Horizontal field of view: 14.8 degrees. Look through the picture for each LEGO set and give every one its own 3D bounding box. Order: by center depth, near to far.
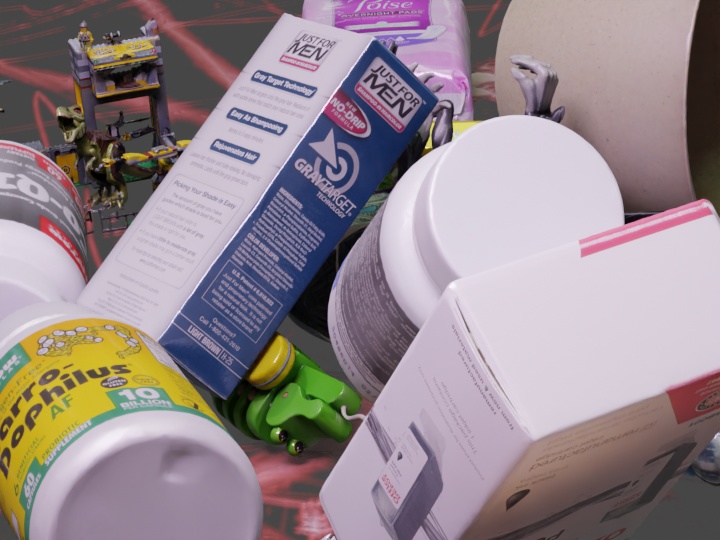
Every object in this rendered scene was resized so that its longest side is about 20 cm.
[{"bbox_3d":[-0.188,-0.094,1.807,0.200,0.116,0.154,-8,23,-6],"label":"LEGO set"}]

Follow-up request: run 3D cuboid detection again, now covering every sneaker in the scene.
[{"bbox_3d":[0.000,0.000,1.617,0.086,0.078,0.200,1,13,29],"label":"sneaker"}]

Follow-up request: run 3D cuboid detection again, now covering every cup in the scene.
[{"bbox_3d":[0.166,-0.121,1.685,0.143,0.201,0.200,7,26,26],"label":"cup"}]

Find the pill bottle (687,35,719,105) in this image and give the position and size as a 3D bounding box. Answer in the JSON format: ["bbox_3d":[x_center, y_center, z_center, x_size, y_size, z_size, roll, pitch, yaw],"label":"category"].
[{"bbox_3d":[0.205,-0.131,1.818,0.200,0.112,0.112,-4,23,3],"label":"pill bottle"}]

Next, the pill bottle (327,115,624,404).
[{"bbox_3d":[0.056,0.001,1.365,0.114,0.114,0.200,-12,-14,-15],"label":"pill bottle"}]

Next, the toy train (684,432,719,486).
[{"bbox_3d":[0.216,0.033,1.417,0.087,0.114,0.200,8,26,30],"label":"toy train"}]

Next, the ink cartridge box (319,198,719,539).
[{"bbox_3d":[0.083,0.069,1.255,0.145,0.200,0.085,-18,68,-28],"label":"ink cartridge box"}]

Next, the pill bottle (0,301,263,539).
[{"bbox_3d":[-0.129,0.088,1.367,0.113,0.113,0.200,-12,24,-16],"label":"pill bottle"}]

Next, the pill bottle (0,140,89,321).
[{"bbox_3d":[-0.209,0.010,1.569,0.114,0.114,0.200,-7,23,-4],"label":"pill bottle"}]

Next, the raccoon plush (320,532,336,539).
[{"bbox_3d":[-0.042,0.195,1.177,0.134,0.097,0.200,-4,48,-33],"label":"raccoon plush"}]

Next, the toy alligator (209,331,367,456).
[{"bbox_3d":[-0.037,0.072,1.468,0.054,0.059,0.200,-52,34,-2],"label":"toy alligator"}]

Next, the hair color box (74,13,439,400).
[{"bbox_3d":[-0.056,-0.036,1.487,0.200,0.061,0.100,-55,34,-9],"label":"hair color box"}]

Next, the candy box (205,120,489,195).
[{"bbox_3d":[0.011,-0.056,1.706,0.200,0.102,0.026,1,62,15],"label":"candy box"}]

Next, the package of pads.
[{"bbox_3d":[0.017,-0.133,1.913,0.120,0.076,0.200,-1,23,2],"label":"package of pads"}]

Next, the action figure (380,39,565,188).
[{"bbox_3d":[0.053,-0.072,1.558,0.119,0.102,0.200,-7,29,-45],"label":"action figure"}]

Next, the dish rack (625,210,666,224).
[{"bbox_3d":[0.119,0.029,1.530,0.153,0.055,0.200,-3,23,7],"label":"dish rack"}]
